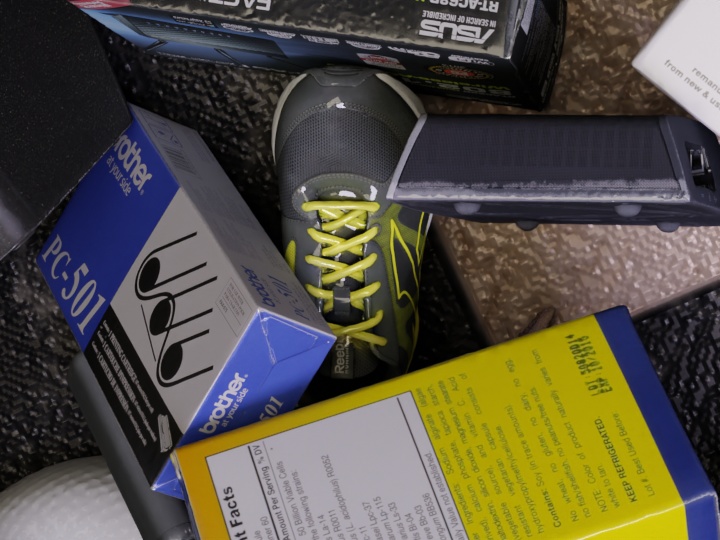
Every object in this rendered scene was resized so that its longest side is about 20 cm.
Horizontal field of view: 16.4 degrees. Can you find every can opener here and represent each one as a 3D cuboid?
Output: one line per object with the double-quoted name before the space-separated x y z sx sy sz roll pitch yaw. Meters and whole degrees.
"can opener" -0.074 0.110 1.157 0.200 0.053 0.067 59 148 28

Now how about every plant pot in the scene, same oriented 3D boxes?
"plant pot" -0.222 -0.071 1.118 0.200 0.200 0.177 -39 100 28

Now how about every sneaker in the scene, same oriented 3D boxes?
"sneaker" 0.000 0.000 1.110 0.074 0.085 0.200 -2 132 4

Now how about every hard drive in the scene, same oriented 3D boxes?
"hard drive" 0.091 -0.040 1.062 0.135 0.200 0.042 1 89 14

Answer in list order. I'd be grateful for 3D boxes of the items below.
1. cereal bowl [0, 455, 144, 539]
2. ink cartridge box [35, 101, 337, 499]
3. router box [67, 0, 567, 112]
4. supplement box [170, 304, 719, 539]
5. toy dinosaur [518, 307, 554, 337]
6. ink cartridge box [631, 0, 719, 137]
"cereal bowl" -0.127 0.196 1.214 0.200 0.083 0.200 2 102 11
"ink cartridge box" -0.083 0.012 1.116 0.044 0.200 0.094 22 108 -32
"router box" -0.017 -0.121 1.089 0.200 0.150 0.062 10 88 11
"supplement box" 0.038 0.114 1.027 0.200 0.109 0.110 -17 137 -3
"toy dinosaur" 0.036 0.111 1.157 0.135 0.086 0.200 10 94 11
"ink cartridge box" 0.212 -0.145 1.040 0.084 0.145 0.200 39 106 2
